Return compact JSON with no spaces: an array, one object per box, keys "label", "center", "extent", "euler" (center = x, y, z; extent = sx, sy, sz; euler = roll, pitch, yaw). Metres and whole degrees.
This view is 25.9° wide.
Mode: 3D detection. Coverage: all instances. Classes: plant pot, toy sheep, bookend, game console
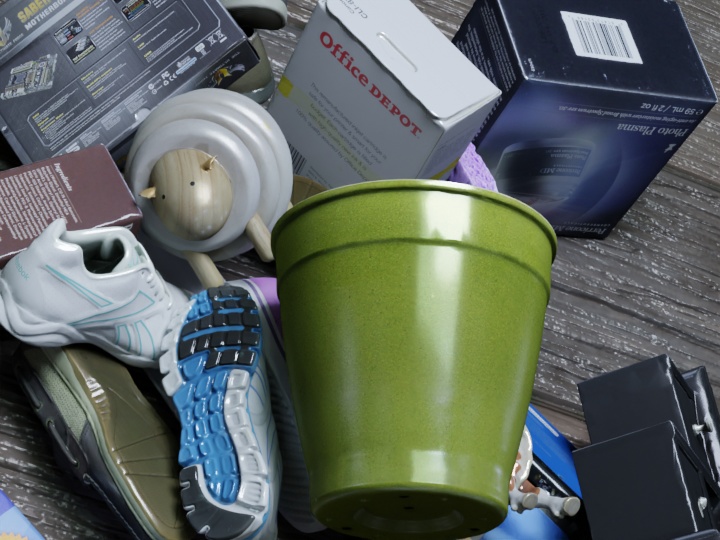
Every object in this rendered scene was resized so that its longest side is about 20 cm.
[{"label":"plant pot","center":[0.035,0.072,1.043],"extent":[0.198,0.200,0.195],"euler":[11,64,-20]},{"label":"toy sheep","center":[-0.110,-0.070,1.165],"extent":[0.137,0.139,0.200],"euler":[26,17,-6]},{"label":"bookend","center":[0.219,0.143,1.157],"extent":[0.199,0.091,0.202],"euler":[45,30,-56]},{"label":"game console","center":[0.085,0.163,1.211],"extent":[0.200,0.119,0.170],"euler":[44,16,10]}]

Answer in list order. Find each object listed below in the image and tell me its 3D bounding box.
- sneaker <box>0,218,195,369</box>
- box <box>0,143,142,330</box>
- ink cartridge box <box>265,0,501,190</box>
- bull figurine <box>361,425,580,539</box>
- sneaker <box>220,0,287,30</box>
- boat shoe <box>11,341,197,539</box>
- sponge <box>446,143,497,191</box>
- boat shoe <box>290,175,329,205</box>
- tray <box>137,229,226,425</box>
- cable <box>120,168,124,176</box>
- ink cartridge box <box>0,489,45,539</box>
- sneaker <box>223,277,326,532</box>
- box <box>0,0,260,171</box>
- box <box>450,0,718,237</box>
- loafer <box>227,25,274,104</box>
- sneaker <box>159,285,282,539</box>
[{"label":"sneaker","center":[-0.165,0.016,1.090],"extent":[0.071,0.080,0.199],"euler":[52,20,28]},{"label":"box","center":[-0.260,-0.009,1.098],"extent":[0.198,0.101,0.075],"euler":[-21,65,-29]},{"label":"ink cartridge box","center":[0.004,-0.112,1.264],"extent":[0.145,0.201,0.083],"euler":[45,47,12]},{"label":"bull figurine","center":[0.077,0.161,1.110],"extent":[0.065,0.201,0.121],"euler":[42,-5,-36]},{"label":"sneaker","center":[-0.103,-0.262,1.322],"extent":[0.074,0.108,0.200],"euler":[8,6,-19]},{"label":"boat shoe","center":[-0.179,0.116,1.079],"extent":[0.071,0.066,0.202],"euler":[5,45,-56]},{"label":"sponge","center":[0.075,-0.048,1.311],"extent":[0.030,0.112,0.201],"euler":[-8,58,-33]},{"label":"boat shoe","center":[-0.002,0.001,1.231],"extent":[0.200,0.064,0.073],"euler":[32,57,22]},{"label":"tray","center":[-0.133,0.047,1.187],"extent":[0.107,0.022,0.201],"euler":[-21,66,-39]},{"label":"cable","center":[-0.131,-0.116,1.297],"extent":[0.096,0.051,0.201],"euler":[18,48,2]},{"label":"ink cartridge box","center":[-0.238,0.225,0.953],"extent":[0.200,0.077,0.136],"euler":[43,47,12]},{"label":"sneaker","center":[-0.026,0.090,1.147],"extent":[0.113,0.073,0.202],"euler":[-1,60,-34]},{"label":"box","center":[-0.202,-0.169,1.229],"extent":[0.199,0.048,0.159],"euler":[-38,70,-1]},{"label":"box","center":[0.168,-0.135,1.370],"extent":[0.198,0.199,0.124],"euler":[3,54,-25]},{"label":"loafer","center":[-0.168,-0.182,1.292],"extent":[0.197,0.070,0.076],"euler":[2,37,-4]},{"label":"sneaker","center":[-0.090,0.107,1.088],"extent":[0.074,0.087,0.202],"euler":[-12,58,11]}]
